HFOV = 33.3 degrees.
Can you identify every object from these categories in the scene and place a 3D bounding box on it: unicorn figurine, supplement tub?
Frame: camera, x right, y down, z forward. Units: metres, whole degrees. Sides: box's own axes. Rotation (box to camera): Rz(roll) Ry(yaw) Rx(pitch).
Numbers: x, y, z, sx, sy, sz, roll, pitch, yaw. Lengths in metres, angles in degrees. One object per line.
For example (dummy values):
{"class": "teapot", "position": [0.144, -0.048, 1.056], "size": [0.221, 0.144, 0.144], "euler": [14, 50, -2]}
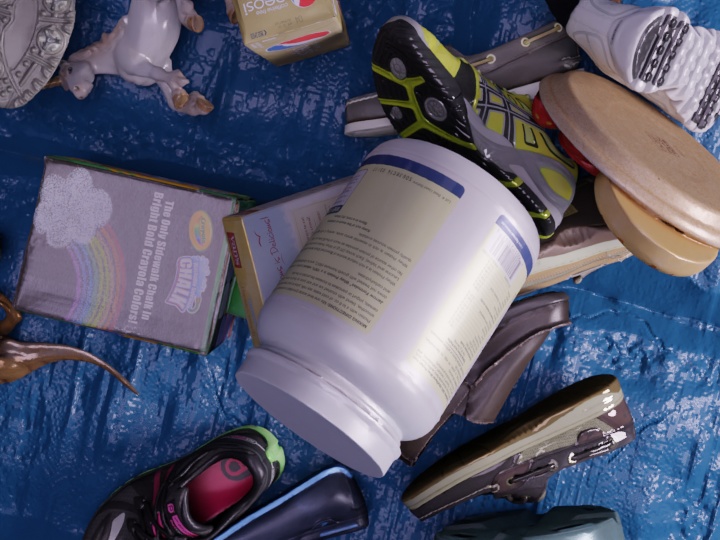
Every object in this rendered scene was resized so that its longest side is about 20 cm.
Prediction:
{"class": "unicorn figurine", "position": [-0.169, -0.183, 0.953], "size": [0.137, 0.074, 0.201], "euler": [39, 103, 29]}
{"class": "supplement tub", "position": [0.019, 0.025, 0.838], "size": [0.145, 0.145, 0.201], "euler": [35, 73, -1]}

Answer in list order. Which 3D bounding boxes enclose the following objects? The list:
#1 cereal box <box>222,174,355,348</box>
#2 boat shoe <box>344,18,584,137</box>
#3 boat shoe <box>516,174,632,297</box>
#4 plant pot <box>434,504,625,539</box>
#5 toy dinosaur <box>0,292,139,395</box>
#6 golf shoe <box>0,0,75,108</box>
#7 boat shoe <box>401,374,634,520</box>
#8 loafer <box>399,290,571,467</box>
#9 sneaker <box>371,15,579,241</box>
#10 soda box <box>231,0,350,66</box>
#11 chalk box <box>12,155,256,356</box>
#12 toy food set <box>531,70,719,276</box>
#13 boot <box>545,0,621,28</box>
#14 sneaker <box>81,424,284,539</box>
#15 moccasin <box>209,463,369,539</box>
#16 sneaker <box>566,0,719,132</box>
{"class": "cereal box", "position": [0.000, 0.000, 0.935], "size": [0.199, 0.039, 0.145], "euler": [-19, 103, -30]}
{"class": "boat shoe", "position": [0.079, -0.152, 0.964], "size": [0.200, 0.072, 0.061], "euler": [-14, 93, -3]}
{"class": "boat shoe", "position": [0.177, -0.025, 0.975], "size": [0.198, 0.076, 0.072], "euler": [-15, 50, -11]}
{"class": "plant pot", "position": [0.143, 0.294, 0.943], "size": [0.198, 0.200, 0.198], "euler": [-7, 87, 3]}
{"class": "toy dinosaur", "position": [-0.292, 0.071, 1.011], "size": [0.198, 0.061, 0.107], "euler": [-15, 118, 8]}
{"class": "golf shoe", "position": [-0.252, -0.220, 0.955], "size": [0.078, 0.097, 0.202], "euler": [15, 86, -3]}
{"class": "boat shoe", "position": [0.131, 0.157, 0.978], "size": [0.200, 0.072, 0.066], "euler": [-30, 92, 0]}
{"class": "loafer", "position": [0.095, 0.089, 0.978], "size": [0.199, 0.073, 0.072], "euler": [-37, 80, 14]}
{"class": "sneaker", "position": [0.086, -0.114, 0.909], "size": [0.200, 0.075, 0.077], "euler": [49, 59, -15]}
{"class": "soda box", "position": [-0.051, -0.198, 0.899], "size": [0.067, 0.200, 0.065], "euler": [-16, 94, 4]}
{"class": "chalk box", "position": [-0.152, -0.009, 0.958], "size": [0.198, 0.124, 0.126], "euler": [14, 93, 0]}
{"class": "toy food set", "position": [0.209, -0.074, 0.886], "size": [0.200, 0.197, 0.049], "euler": [51, 120, 27]}
{"class": "boot", "position": [0.161, -0.284, 0.904], "size": [0.074, 0.201, 0.097], "euler": [9, 52, 33]}
{"class": "sneaker", "position": [-0.155, 0.195, 0.991], "size": [0.199, 0.084, 0.077], "euler": [-37, 91, 5]}
{"class": "moccasin", "position": [-0.084, 0.235, 0.992], "size": [0.199, 0.080, 0.069], "euler": [-32, 86, 5]}
{"class": "sneaker", "position": [0.226, -0.161, 0.916], "size": [0.081, 0.199, 0.076], "euler": [31, 99, 37]}
